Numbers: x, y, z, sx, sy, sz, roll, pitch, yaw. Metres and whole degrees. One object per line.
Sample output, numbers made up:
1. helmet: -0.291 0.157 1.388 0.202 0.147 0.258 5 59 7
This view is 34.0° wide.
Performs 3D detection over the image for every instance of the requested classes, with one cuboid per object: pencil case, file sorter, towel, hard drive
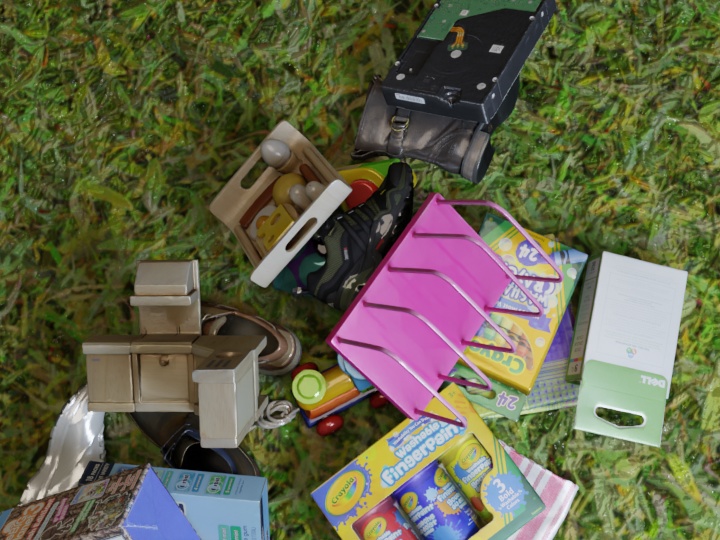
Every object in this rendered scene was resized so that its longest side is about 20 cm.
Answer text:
1. pencil case: 0.000 0.000 1.356 0.198 0.086 0.093 13 42 11
2. file sorter: 0.094 0.041 1.203 0.139 0.125 0.201 43 73 -24
3. towel: 0.178 0.065 1.361 0.142 0.023 0.202 -9 77 3
4. towel: 0.126 0.256 1.321 0.199 0.030 0.147 29 83 11
5. hard drive: 0.129 -0.262 1.380 0.139 0.038 0.201 14 59 29

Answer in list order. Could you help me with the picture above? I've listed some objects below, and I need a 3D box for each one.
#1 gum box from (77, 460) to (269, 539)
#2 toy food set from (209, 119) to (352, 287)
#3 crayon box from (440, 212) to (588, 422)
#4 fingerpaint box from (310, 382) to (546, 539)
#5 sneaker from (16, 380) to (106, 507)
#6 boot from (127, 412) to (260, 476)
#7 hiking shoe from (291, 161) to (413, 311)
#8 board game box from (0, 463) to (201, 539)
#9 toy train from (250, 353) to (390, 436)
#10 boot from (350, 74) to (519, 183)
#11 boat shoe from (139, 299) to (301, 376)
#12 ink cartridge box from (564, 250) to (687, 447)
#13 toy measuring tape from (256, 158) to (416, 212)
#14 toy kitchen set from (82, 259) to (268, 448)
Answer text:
1. gum box: -0.199 0.296 1.288 0.198 0.045 0.171 3 120 6
2. toy food set: -0.099 -0.081 1.323 0.060 0.200 0.144 38 97 -30
3. crayon box: 0.161 0.052 1.329 0.125 0.052 0.201 23 82 10
4. fingerpaint box: 0.074 0.249 1.278 0.199 0.073 0.167 -37 79 0
5. sneaker: -0.325 0.217 1.363 0.086 0.075 0.202 22 87 -2
6. boot: -0.199 0.184 1.334 0.199 0.097 0.075 35 83 11
7. hiking shoe: -0.004 -0.047 1.291 0.100 0.076 0.201 17 58 11
8. board game box: -0.275 0.316 1.229 0.198 0.097 0.160 -20 115 19
9. toy train: -0.057 0.141 1.320 0.199 0.116 0.085 -27 76 -1
10. boot: 0.090 -0.205 1.409 0.173 0.069 0.201 19 73 18
11. boat shoe: -0.167 0.070 1.365 0.198 0.072 0.076 8 77 13
12. ink cartridge box: 0.293 0.089 1.314 0.103 0.059 0.202 13 79 -7
13. toy measuring tape: -0.026 -0.086 1.399 0.198 0.074 0.074 -8 77 19
14. toy kitchen set: -0.211 0.082 1.240 0.198 0.180 0.165 -1 98 6
